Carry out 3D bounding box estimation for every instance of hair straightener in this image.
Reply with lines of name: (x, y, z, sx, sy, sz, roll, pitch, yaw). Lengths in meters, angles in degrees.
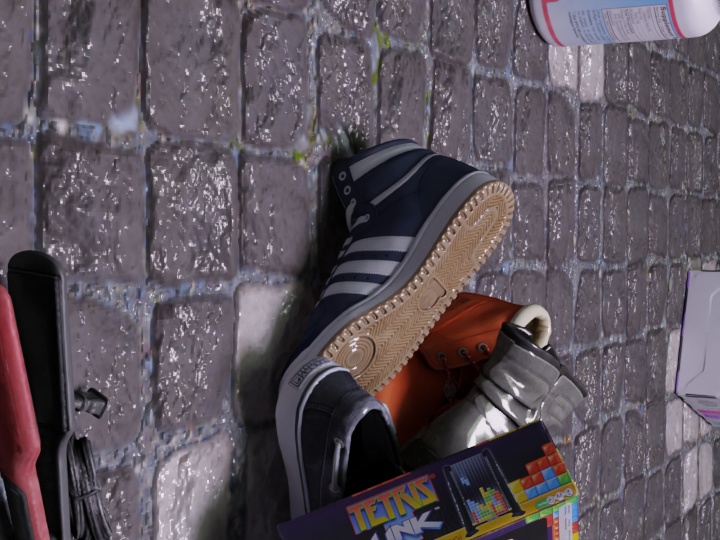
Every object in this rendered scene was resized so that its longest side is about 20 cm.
hair straightener: (-0.136, 0.086, 0.573, 0.077, 0.040, 0.203, -35, 121, -54)

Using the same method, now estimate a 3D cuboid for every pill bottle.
pill bottle: (0.258, -0.261, 1.085, 0.108, 0.198, 0.111, -3, 93, -60)

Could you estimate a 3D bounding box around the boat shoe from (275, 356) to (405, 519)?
boat shoe: (0.001, 0.141, 0.754, 0.072, 0.067, 0.202, -37, 137, -31)

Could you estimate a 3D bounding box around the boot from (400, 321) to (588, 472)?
boot: (0.116, 0.129, 0.841, 0.131, 0.068, 0.200, -48, 138, -6)

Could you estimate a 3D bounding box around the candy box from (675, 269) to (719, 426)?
candy box: (0.491, 0.111, 1.633, 0.200, 0.071, 0.170, 34, 62, -55)

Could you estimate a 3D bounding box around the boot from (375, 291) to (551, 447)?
boot: (0.062, 0.070, 0.854, 0.200, 0.106, 0.076, -41, 129, -49)

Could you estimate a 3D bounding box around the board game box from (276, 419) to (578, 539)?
board game box: (0.050, 0.189, 0.740, 0.201, 0.163, 0.057, 77, -8, -51)

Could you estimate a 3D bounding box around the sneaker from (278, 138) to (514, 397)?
sneaker: (0.000, 0.000, 0.793, 0.200, 0.108, 0.070, -47, 141, -7)
